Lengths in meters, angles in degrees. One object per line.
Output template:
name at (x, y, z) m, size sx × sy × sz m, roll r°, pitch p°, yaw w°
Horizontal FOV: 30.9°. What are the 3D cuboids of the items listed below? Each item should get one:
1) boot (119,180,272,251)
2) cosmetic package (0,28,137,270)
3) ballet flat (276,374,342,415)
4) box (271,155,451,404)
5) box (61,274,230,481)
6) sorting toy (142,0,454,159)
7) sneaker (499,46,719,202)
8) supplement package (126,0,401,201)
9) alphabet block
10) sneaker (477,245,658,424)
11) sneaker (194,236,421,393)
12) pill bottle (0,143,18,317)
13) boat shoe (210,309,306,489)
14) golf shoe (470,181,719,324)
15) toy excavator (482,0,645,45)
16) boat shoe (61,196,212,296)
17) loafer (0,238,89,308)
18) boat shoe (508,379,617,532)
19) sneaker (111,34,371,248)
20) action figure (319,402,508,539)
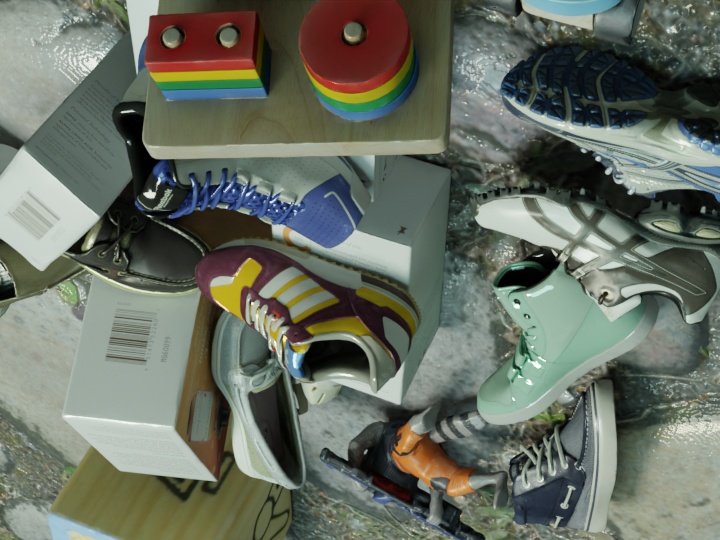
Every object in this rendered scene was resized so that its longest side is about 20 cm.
boot at (-0.150, -0.012, 1.224) m, size 0.198 × 0.071 × 0.147 m, roll 25°, pitch 146°, yaw 9°
cosmetic package at (-0.212, -0.108, 1.052) m, size 0.081 × 0.201 × 0.113 m, roll 42°, pitch 136°, yaw -15°
ballet flat at (-0.051, 0.106, 1.273) m, size 0.199 × 0.067 × 0.063 m, roll -23°, pitch 82°, yaw 51°
box at (0.000, 0.000, 1.112) m, size 0.123 × 0.098 × 0.201 m, roll 18°, pitch 139°, yaw 15°
box at (-0.188, 0.097, 1.222) m, size 0.105 × 0.154 × 0.200 m, roll 5°, pitch 159°, yaw 8°
sorting toy at (-0.041, -0.179, 0.831) m, size 0.196 × 0.203 × 0.070 m, roll 0°, pitch 159°, yaw 9°
sneaker at (0.191, -0.091, 0.921) m, size 0.198 × 0.077 × 0.086 m, roll 19°, pitch 143°, yaw 15°
supplement package at (-0.058, -0.168, 0.966) m, size 0.198 × 0.111 × 0.157 m, roll 17°, pitch 139°, yaw 15°
alphabet block at (-0.201, 0.273, 1.435) m, size 0.194 × 0.201 × 0.197 m, roll 18°, pitch 138°, yaw 14°
sneaker at (0.139, 0.047, 1.091) m, size 0.118 × 0.074 × 0.200 m, roll 35°, pitch 131°, yaw -16°
sneaker at (-0.055, 0.037, 1.036) m, size 0.198 × 0.090 × 0.075 m, roll 12°, pitch 137°, yaw 21°
pill bottle at (-0.383, -0.033, 1.301) m, size 0.113 × 0.114 × 0.200 m, roll 34°, pitch 139°, yaw -5°
boat shoe at (-0.089, 0.115, 1.219) m, size 0.064 × 0.074 × 0.204 m, roll 18°, pitch 126°, yaw 35°
golf shoe at (0.173, -0.013, 0.973) m, size 0.198 × 0.078 × 0.096 m, roll 11°, pitch 93°, yaw 17°
toy excavator at (0.140, -0.256, 0.749) m, size 0.099 × 0.196 × 0.200 m, roll 18°, pitch 167°, yaw 14°
boat shoe at (-0.222, -0.029, 1.117) m, size 0.198 × 0.074 × 0.065 m, roll 17°, pitch 173°, yaw -1°
loafer at (-0.297, -0.007, 1.184) m, size 0.199 × 0.070 × 0.076 m, roll -29°, pitch 102°, yaw 15°
boat shoe at (0.181, 0.173, 1.182) m, size 0.091 × 0.075 × 0.201 m, roll 0°, pitch 135°, yaw 5°
sneaker at (-0.100, -0.067, 0.918) m, size 0.199 × 0.116 × 0.080 m, roll 39°, pitch 142°, yaw -11°
action figure at (0.073, 0.192, 1.274) m, size 0.199 × 0.105 × 0.193 m, roll 34°, pitch 157°, yaw -22°
